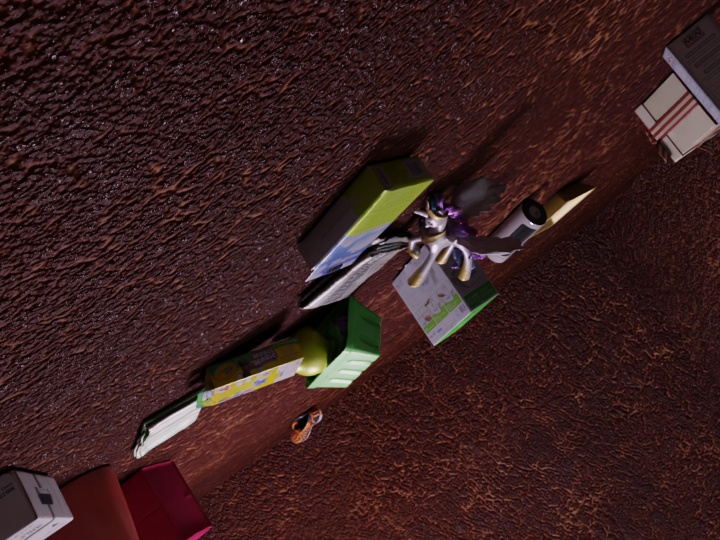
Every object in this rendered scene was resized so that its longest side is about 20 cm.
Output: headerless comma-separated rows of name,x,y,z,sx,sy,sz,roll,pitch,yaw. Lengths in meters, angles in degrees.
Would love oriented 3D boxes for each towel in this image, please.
towel,0.000,0.000,1.397,0.199,0.035,0.192,-42,167,20
towel,-0.363,0.293,1.513,0.151,0.024,0.201,-31,167,-32

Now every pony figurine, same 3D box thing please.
pony figurine,0.172,-0.062,1.385,0.188,0.169,0.202,-6,144,-11

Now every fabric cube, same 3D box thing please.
fabric cube,-0.504,0.599,1.854,0.198,0.202,0.196,-37,168,1

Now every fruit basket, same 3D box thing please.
fruit basket,-0.078,0.150,1.595,0.210,0.158,0.218,2,144,2

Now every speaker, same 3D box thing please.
speaker,0.411,-0.103,2.100,0.080,0.082,0.200,-27,166,-36

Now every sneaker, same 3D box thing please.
sneaker,-0.238,0.606,3.037,0.111,0.078,0.201,-13,144,-53

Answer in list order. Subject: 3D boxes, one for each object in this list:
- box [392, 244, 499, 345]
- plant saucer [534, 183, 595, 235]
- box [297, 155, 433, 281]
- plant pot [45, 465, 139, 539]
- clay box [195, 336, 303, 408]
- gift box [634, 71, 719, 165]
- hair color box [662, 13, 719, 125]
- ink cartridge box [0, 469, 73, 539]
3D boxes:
box,0.179,0.039,1.724,0.096,0.178,0.201,-28,166,-30
plant saucer,0.593,-0.190,2.376,0.198,0.049,0.200,-25,164,-46
box,0.000,-0.071,1.078,0.121,0.048,0.200,-21,161,-51
plant pot,-0.519,0.505,1.496,0.198,0.179,0.201,-33,168,-8
clay box,-0.208,0.187,1.422,0.196,0.048,0.115,-17,161,-21
gift box,0.794,-0.374,1.882,0.182,0.203,0.187,-25,167,-23
hair color box,0.689,-0.379,1.514,0.098,0.202,0.061,-37,168,11
ink cartridge box,-0.537,0.380,1.180,0.143,0.085,0.200,-32,168,-14
